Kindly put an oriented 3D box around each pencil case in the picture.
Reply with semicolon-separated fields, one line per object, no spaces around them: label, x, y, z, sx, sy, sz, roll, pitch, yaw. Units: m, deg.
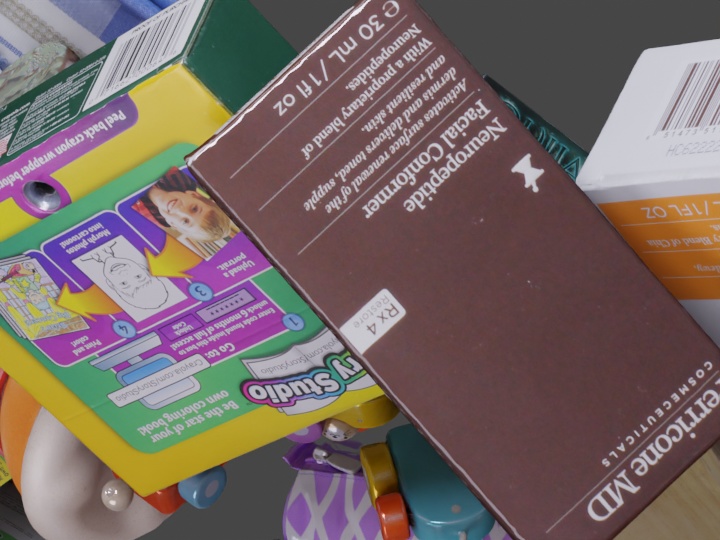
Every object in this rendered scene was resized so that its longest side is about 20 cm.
pencil case;0.049;0.124;1.210;0.199;0.084;0.086;0;117;42

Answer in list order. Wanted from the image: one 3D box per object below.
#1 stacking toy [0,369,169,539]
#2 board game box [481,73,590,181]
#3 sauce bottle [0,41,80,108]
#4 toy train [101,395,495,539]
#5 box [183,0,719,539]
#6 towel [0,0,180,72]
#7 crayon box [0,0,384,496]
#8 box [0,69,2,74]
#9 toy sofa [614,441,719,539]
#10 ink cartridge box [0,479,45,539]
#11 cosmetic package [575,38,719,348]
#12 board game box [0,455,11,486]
stacking toy;-0.169;0.038;1.257;0.199;0.146;0.147;34;158;31
board game box;0.095;0.006;1.016;0.199;0.028;0.135;37;154;-12
sauce bottle;-0.091;-0.010;1.079;0.064;0.065;0.200;-8;130;50
toy train;-0.019;0.100;1.136;0.199;0.150;0.056;27;148;27
box;0.037;0.003;0.862;0.200;0.100;0.075;48;178;-5
towel;-0.115;-0.077;1.093;0.146;0.024;0.200;36;150;-6
crayon box;-0.073;-0.006;0.990;0.199;0.059;0.173;-24;122;38
box;-0.220;-0.079;1.133;0.155;0.041;0.201;0;129;49
toy sofa;0.129;0.084;1.008;0.082;0.098;0.200;-20;133;25
ink cartridge box;-0.253;0.171;1.477;0.145;0.085;0.200;26;-176;12
cosmetic package;0.179;0.006;0.889;0.101;0.072;0.200;-4;138;47
board game box;-0.261;0.019;1.320;0.135;0.029;0.201;50;172;46
